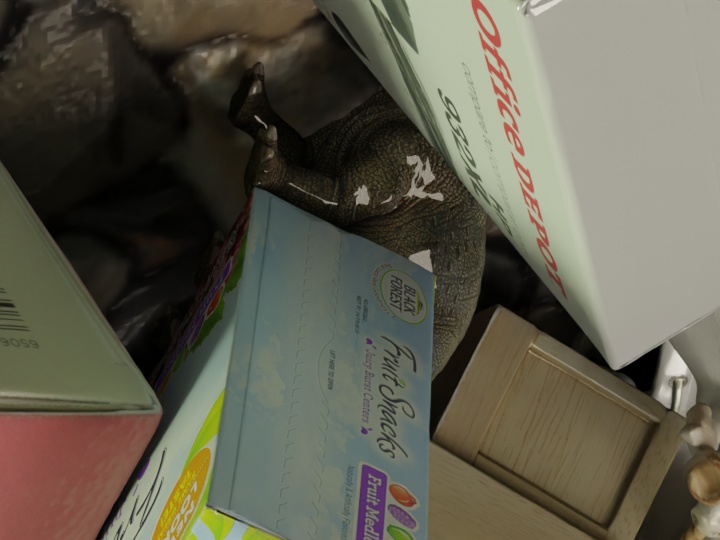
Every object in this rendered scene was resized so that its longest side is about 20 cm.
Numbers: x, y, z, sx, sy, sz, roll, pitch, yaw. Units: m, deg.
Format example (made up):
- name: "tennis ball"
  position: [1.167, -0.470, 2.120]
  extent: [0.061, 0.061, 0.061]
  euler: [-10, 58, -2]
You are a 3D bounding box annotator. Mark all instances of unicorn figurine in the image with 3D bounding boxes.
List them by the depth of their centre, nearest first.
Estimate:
- name: "unicorn figurine"
  position: [0.107, 0.021, 0.902]
  extent: [0.074, 0.137, 0.201]
  euler: [-8, 104, 10]

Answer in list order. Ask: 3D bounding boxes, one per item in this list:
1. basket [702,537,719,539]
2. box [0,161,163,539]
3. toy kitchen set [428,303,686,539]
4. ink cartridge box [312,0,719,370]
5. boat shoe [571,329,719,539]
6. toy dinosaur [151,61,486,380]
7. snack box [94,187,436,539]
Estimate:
- name: "basket"
  position: [0.128, 0.193, 1.073]
  extent: [0.200, 0.136, 0.123]
  euler: [-46, 162, 19]
- name: "box"
  position: [-0.162, 0.071, 0.832]
  extent: [0.109, 0.128, 0.200]
  euler: [4, 127, -41]
- name: "toy kitchen set"
  position: [-0.024, 0.107, 1.041]
  extent: [0.163, 0.180, 0.201]
  euler: [31, 74, -10]
- name: "ink cartridge box"
  position: [0.034, -0.096, 0.757]
  extent: [0.084, 0.200, 0.145]
  euler: [-31, 142, -9]
- name: "boat shoe"
  position: [0.105, 0.032, 1.068]
  extent: [0.066, 0.074, 0.201]
  euler: [1, 120, -21]
- name: "toy dinosaur"
  position: [0.000, 0.000, 0.902]
  extent: [0.102, 0.077, 0.201]
  euler: [16, 100, -17]
- name: "snack box"
  position: [-0.051, 0.104, 0.825]
  extent: [0.067, 0.169, 0.200]
  euler: [24, 118, -10]
